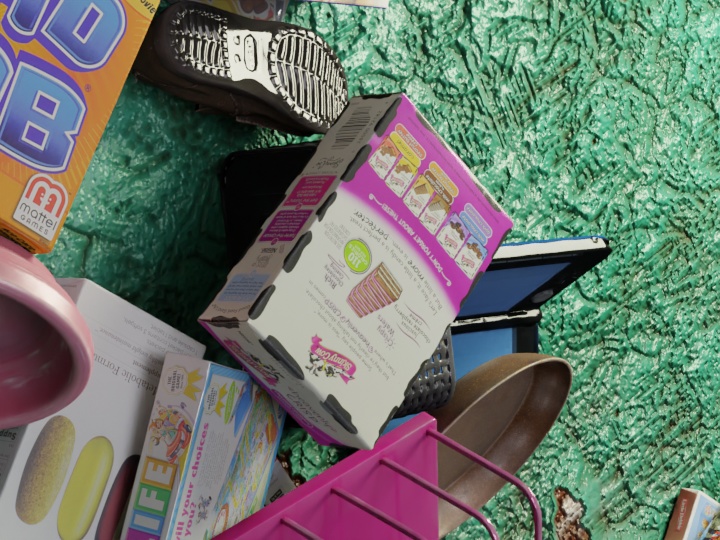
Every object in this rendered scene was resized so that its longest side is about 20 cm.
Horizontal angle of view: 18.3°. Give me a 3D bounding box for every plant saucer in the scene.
[{"bbox_3d":[0.078,0.132,1.688,0.200,0.034,0.201,-36,155,-20],"label":"plant saucer"},{"bbox_3d":[-0.257,0.028,1.330,0.200,0.200,0.051,32,48,-35],"label":"plant saucer"}]

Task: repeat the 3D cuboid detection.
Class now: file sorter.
[{"bbox_3d":[0.017,0.218,1.514,0.200,0.125,0.140,-28,130,-35],"label":"file sorter"}]

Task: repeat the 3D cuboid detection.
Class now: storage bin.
[{"bbox_3d":[-0.018,0.007,1.603,0.093,0.135,0.201,-12,97,-39],"label":"storage bin"}]

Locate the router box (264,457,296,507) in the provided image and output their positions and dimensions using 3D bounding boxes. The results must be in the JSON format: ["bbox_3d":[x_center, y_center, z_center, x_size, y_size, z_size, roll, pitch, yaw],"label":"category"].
[{"bbox_3d":[-0.102,0.245,1.589,0.200,0.049,0.180,-47,118,-30],"label":"router box"}]

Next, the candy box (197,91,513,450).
[{"bbox_3d":[0.000,0.000,1.489,0.136,0.061,0.200,48,62,-28],"label":"candy box"}]

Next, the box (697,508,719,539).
[{"bbox_3d":[0.353,0.292,1.959,0.137,0.038,0.201,-47,126,-34],"label":"box"}]

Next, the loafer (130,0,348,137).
[{"bbox_3d":[-0.086,-0.143,1.592,0.200,0.071,0.073,21,66,-45],"label":"loafer"}]

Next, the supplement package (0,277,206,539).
[{"bbox_3d":[-0.204,0.118,1.462,0.114,0.109,0.201,31,70,-36],"label":"supplement package"}]

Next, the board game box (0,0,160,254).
[{"bbox_3d":[-0.275,-0.142,1.345,0.200,0.199,0.201,34,69,-34],"label":"board game box"}]

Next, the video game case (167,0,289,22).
[{"bbox_3d":[-0.113,-0.280,1.598,0.200,0.023,0.183,29,72,-37],"label":"video game case"}]

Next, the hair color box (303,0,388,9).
[{"bbox_3d":[-0.035,-0.245,1.572,0.200,0.065,0.110,-10,110,-65],"label":"hair color box"}]

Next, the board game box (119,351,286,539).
[{"bbox_3d":[-0.108,0.161,1.477,0.134,0.034,0.201,23,80,-66],"label":"board game box"}]

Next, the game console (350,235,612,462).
[{"bbox_3d":[0.095,0.065,1.719,0.199,0.171,0.119,-7,68,-40],"label":"game console"}]

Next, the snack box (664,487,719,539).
[{"bbox_3d":[0.275,0.294,1.925,0.072,0.024,0.201,33,69,-36],"label":"snack box"}]
